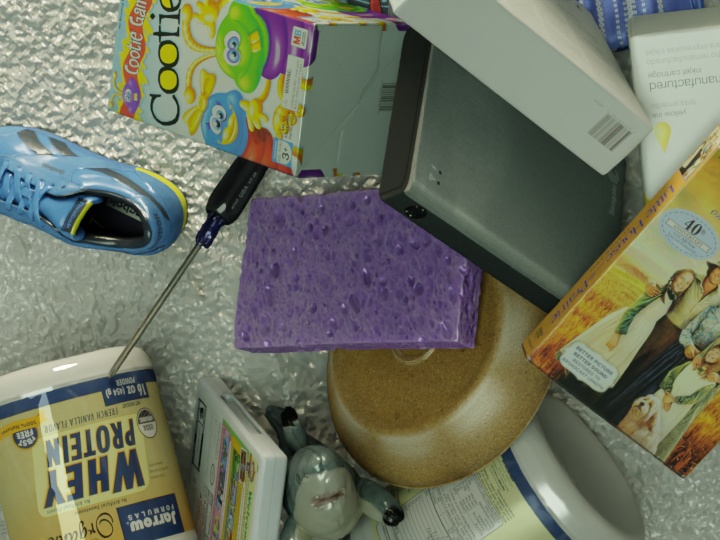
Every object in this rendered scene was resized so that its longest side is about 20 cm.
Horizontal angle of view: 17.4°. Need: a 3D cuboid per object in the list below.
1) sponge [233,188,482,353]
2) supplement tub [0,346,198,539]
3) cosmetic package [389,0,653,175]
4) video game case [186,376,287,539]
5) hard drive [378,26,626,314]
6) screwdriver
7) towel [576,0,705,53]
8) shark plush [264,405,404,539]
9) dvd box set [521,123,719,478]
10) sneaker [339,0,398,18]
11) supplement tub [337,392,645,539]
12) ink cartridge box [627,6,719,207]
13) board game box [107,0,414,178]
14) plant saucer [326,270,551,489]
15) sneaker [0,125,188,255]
[{"bbox_3d":[0.000,0.000,1.646,0.199,0.030,0.112,-3,75,36],"label":"sponge"},{"bbox_3d":[-0.199,0.168,1.710,0.144,0.144,0.201,-17,84,17],"label":"supplement tub"},{"bbox_3d":[0.089,-0.166,1.517,0.200,0.151,0.052,35,114,-32],"label":"cosmetic package"},{"bbox_3d":[-0.096,0.199,1.699,0.022,0.182,0.201,3,104,-19],"label":"video game case"},{"bbox_3d":[0.099,-0.061,1.566,0.033,0.140,0.200,-21,139,40],"label":"hard drive"},{"bbox_3d":[-0.123,-0.004,1.689,0.028,0.029,0.201,25,78,28],"label":"screwdriver"},{"bbox_3d":[0.131,-0.214,1.630,0.199,0.024,0.146,-11,98,16],"label":"towel"},{"bbox_3d":[-0.029,0.130,1.658,0.090,0.200,0.084,-23,110,6],"label":"shark plush"},{"bbox_3d":[0.224,0.023,1.542,0.146,0.029,0.200,37,106,-16],"label":"dvd box set"},{"bbox_3d":[0.018,-0.211,1.616,0.095,0.079,0.201,-1,95,37],"label":"sneaker"},{"bbox_3d":[0.084,0.194,1.662,0.200,0.145,0.145,-38,91,18],"label":"supplement tub"},{"bbox_3d":[0.260,-0.074,1.580,0.144,0.083,0.201,-6,104,7],"label":"ink cartridge box"},{"bbox_3d":[-0.068,-0.138,1.606,0.199,0.103,0.106,21,108,43],"label":"board game box"},{"bbox_3d":[0.047,0.050,1.637,0.199,0.035,0.201,-17,61,32],"label":"plant saucer"},{"bbox_3d":[-0.226,-0.058,1.724,0.199,0.078,0.066,16,107,12],"label":"sneaker"}]
